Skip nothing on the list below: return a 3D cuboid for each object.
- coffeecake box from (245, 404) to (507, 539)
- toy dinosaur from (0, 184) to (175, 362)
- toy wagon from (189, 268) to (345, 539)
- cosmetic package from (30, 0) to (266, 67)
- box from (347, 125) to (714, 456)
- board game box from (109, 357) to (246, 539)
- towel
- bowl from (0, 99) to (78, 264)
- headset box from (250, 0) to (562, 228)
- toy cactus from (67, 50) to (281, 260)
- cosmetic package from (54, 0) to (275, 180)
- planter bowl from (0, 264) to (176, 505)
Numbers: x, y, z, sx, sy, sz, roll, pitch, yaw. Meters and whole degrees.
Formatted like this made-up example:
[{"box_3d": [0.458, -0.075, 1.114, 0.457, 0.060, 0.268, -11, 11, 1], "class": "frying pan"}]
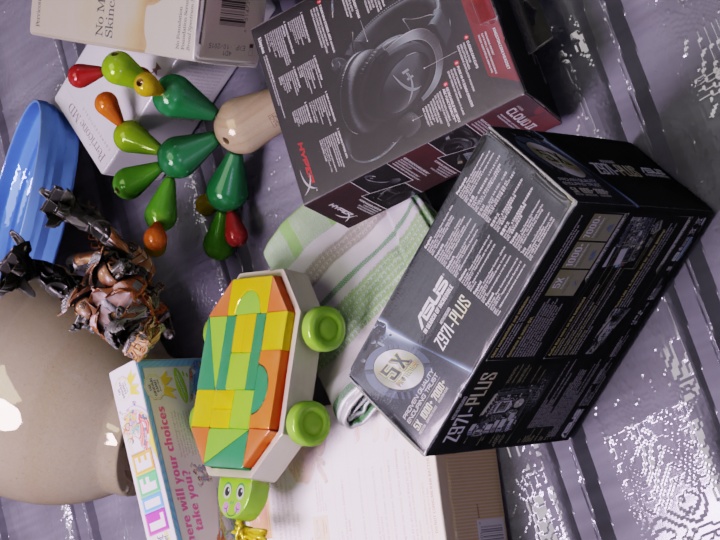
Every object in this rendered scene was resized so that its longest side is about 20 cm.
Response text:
[{"box_3d": [0.006, 0.174, 1.280, 0.200, 0.073, 0.154, -15, 78, 41], "class": "coffeecake box"}, {"box_3d": [-0.211, 0.005, 1.367, 0.102, 0.136, 0.200, -62, 26, -3], "class": "toy dinosaur"}, {"box_3d": [-0.077, 0.100, 1.272, 0.155, 0.039, 0.201, -6, 72, 55], "class": "toy wagon"}, {"box_3d": [-0.167, -0.221, 1.347, 0.200, 0.071, 0.106, 12, 99, 40], "class": "cosmetic package"}, {"box_3d": [0.111, 0.015, 1.128, 0.086, 0.164, 0.200, 45, 118, 32], "class": "box"}, {"box_3d": [-0.114, 0.167, 1.349, 0.034, 0.134, 0.201, -26, 72, 38], "class": "board game box"}, {"box_3d": [0.000, 0.000, 1.268, 0.149, 0.031, 0.200, -47, 43, 18], "class": "towel"}, {"box_3d": [-0.293, -0.049, 1.520, 0.201, 0.039, 0.201, -165, 90, -70], "class": "bowl"}, {"box_3d": [0.039, -0.143, 1.220, 0.200, 0.077, 0.149, -26, 68, 19], "class": "headset box"}, {"box_3d": [-0.129, -0.101, 1.373, 0.165, 0.102, 0.200, -24, 106, 10], "class": "toy cactus"}, {"box_3d": [-0.167, -0.181, 1.442, 0.200, 0.074, 0.102, -52, 57, 27], "class": "cosmetic package"}, {"box_3d": [-0.226, 0.109, 1.430, 0.134, 0.200, 0.201, 18, 102, 17], "class": "planter bowl"}]
